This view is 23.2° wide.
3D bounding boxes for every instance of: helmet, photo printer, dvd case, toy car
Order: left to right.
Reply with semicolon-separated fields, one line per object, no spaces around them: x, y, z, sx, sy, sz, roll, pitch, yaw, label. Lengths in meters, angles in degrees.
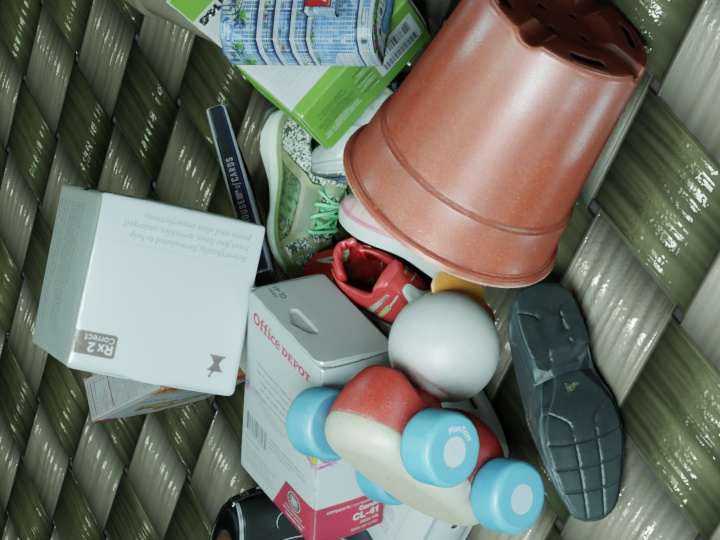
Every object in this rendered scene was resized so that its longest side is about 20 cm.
-0.113;-0.049;1.805;0.151;0.025;0.201;76;178;-62;dvd case
-0.049;0.312;1.721;0.200;0.189;0.202;-171;90;-73;helmet
0.057;0.166;1.637;0.167;0.069;0.201;55;137;36;photo printer
0.073;0.097;1.481;0.184;0.177;0.201;6;65;51;toy car

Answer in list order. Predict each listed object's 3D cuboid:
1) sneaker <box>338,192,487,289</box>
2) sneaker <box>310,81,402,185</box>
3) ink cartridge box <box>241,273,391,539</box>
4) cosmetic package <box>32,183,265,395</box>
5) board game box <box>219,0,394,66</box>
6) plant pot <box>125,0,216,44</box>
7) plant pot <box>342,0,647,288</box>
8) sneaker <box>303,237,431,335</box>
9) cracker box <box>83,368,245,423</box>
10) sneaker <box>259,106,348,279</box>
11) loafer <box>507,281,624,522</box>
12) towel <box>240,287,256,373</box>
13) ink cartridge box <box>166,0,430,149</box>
0.057;-0.062;1.590;0.200;0.075;0.105;31;117;49;sneaker
0.024;-0.127;1.644;0.199;0.074;0.088;-12;75;50;sneaker
-0.041;0.128;1.619;0.148;0.085;0.201;44;137;46;ink cartridge box
-0.208;0.016;1.686;0.200;0.164;0.166;-168;89;-68;cosmetic package
-0.018;-0.283;1.547;0.198;0.062;0.201;2;71;22;board game box
-0.123;-0.302;1.736;0.173;0.199;0.201;42;132;22;plant pot
0.116;-0.127;1.393;0.201;0.200;0.196;56;131;34;plant pot
0.000;0.000;1.651;0.085;0.077;0.200;46;164;-29;sneaker
-0.212;0.119;1.979;0.200;0.133;0.058;-25;76;56;cracker box
-0.044;-0.071;1.750;0.088;0.077;0.202;-8;93;44;sneaker
0.170;0.112;1.468;0.072;0.072;0.202;126;134;-74;loafer
-0.073;0.098;1.773;0.200;0.034;0.132;53;152;-16;towel
-0.058;-0.234;1.622;0.148;0.076;0.200;-48;62;-1;ink cartridge box
